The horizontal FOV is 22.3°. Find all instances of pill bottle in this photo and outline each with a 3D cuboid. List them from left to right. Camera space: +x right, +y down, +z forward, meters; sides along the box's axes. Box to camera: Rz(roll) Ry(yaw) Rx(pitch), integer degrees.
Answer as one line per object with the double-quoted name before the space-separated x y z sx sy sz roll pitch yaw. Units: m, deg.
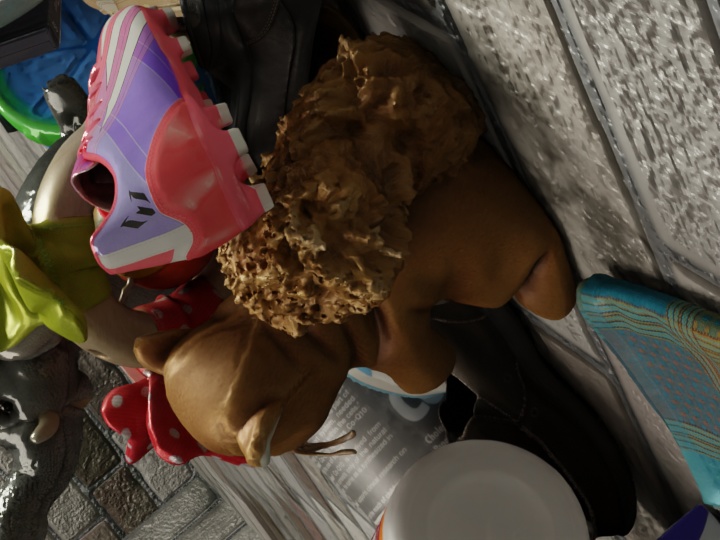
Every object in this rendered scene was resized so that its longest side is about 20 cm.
"pill bottle" 0.006 0.077 1.147 0.200 0.113 0.113 43 167 8
"pill bottle" 0.051 0.180 1.015 0.110 0.110 0.200 47 155 15

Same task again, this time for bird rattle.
"bird rattle" -0.104 0.002 0.899 0.200 0.163 0.113 32 163 -28

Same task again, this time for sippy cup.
"sippy cup" -0.146 -0.110 1.125 0.130 0.139 0.178 61 -152 -59

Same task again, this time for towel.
"towel" 0.176 0.074 0.763 0.147 0.022 0.200 55 167 -24

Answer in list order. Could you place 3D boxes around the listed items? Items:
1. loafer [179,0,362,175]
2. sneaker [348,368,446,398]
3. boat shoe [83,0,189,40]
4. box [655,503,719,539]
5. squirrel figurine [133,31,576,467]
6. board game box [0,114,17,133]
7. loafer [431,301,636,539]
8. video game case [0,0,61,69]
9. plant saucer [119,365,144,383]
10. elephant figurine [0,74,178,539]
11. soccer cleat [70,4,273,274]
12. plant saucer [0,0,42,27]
"loafer" -0.034 -0.099 0.882 0.200 0.072 0.073 71 -163 -67
"sneaker" 0.000 0.000 1.044 0.200 0.077 0.081 38 134 -20
"boat shoe" -0.106 -0.153 0.979 0.069 0.074 0.200 58 166 -10
"box" 0.144 0.242 1.002 0.105 0.184 0.200 48 168 17
"squirrel figurine" -0.018 -0.003 0.835 0.142 0.187 0.200 44 167 27
"board game box" -0.243 -0.207 1.184 0.135 0.028 0.200 66 -167 -51
"loafer" 0.078 0.079 1.017 0.200 0.071 0.073 53 168 -10
"video game case" -0.236 -0.168 1.035 0.200 0.143 0.019 -98 -12 -48
"plant saucer" -0.101 0.005 1.252 0.200 0.200 0.037 46 133 18
"elephant figurine" -0.177 0.028 0.998 0.155 0.200 0.142 44 171 45
"soccer cleat" -0.098 -0.062 0.795 0.200 0.076 0.067 55 168 57
"plant saucer" -0.208 -0.172 0.980 0.201 0.201 0.039 37 162 47
